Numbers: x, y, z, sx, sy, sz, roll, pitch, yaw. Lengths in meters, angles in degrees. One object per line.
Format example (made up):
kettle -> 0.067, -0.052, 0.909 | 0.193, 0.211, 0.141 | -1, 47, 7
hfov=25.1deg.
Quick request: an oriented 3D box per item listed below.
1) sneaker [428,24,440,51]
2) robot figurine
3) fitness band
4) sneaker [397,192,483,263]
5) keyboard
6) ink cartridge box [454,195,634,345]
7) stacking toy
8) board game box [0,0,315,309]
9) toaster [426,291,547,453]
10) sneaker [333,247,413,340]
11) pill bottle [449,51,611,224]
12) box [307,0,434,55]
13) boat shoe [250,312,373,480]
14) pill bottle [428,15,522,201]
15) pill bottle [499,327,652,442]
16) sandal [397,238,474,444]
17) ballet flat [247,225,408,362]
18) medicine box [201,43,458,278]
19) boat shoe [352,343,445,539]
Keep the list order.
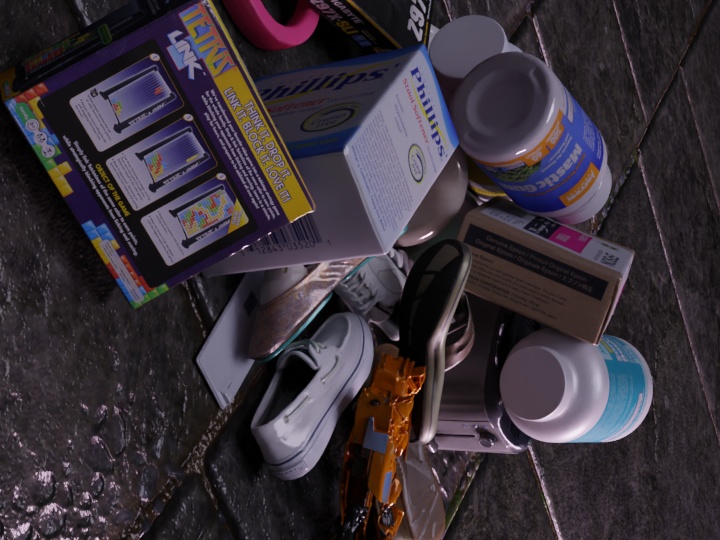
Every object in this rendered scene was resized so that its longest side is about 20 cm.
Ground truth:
sneaker -> 0.048, -0.231, 1.709 | 0.201, 0.075, 0.089 | 52, 43, -28
robot figurine -> 0.013, 0.187, 1.475 | 0.145, 0.057, 0.202 | -56, 156, -69
fitness band -> -0.095, -0.299, 1.486 | 0.201, 0.037, 0.144 | 60, 36, -34
sneaker -> 0.074, -0.039, 1.727 | 0.119, 0.073, 0.200 | -57, 179, 8
keyboard -> -0.096, 0.036, 1.434 | 0.057, 0.011, 0.201 | 60, 35, -27
ink cartridge box -> 0.182, -0.005, 1.612 | 0.200, 0.163, 0.076 | -31, 142, -75
stacking toy -> 0.045, -0.120, 1.636 | 0.200, 0.144, 0.148 | -63, 139, -69
board game box -> -0.148, -0.095, 1.203 | 0.201, 0.164, 0.057 | 63, -2, -33
toaster -> 0.116, 0.097, 1.684 | 0.114, 0.128, 0.202 | 54, 40, -43
sneaker -> 0.000, 0.000, 1.523 | 0.200, 0.075, 0.082 | 38, 32, -50
pill bottle -> 0.175, -0.120, 1.578 | 0.200, 0.111, 0.113 | 37, 51, -54
box -> 0.017, -0.320, 1.596 | 0.159, 0.049, 0.202 | 36, 55, -50
boat shoe -> -0.042, 0.094, 1.447 | 0.067, 0.073, 0.201 | 57, 32, -28
pill bottle -> 0.134, -0.168, 1.681 | 0.201, 0.111, 0.113 | 62, 33, -53
pill bottle -> 0.208, 0.114, 1.600 | 0.199, 0.110, 0.112 | 10, 74, -61
sandal -> 0.073, 0.065, 1.515 | 0.057, 0.080, 0.203 | -1, 113, -26
ballet flat -> -0.043, -0.005, 1.425 | 0.200, 0.068, 0.067 | -44, 104, -25
medicine box -> -0.038, -0.095, 1.387 | 0.200, 0.180, 0.104 | -57, 132, -51
boat shoe -> 0.027, 0.174, 1.585 | 0.073, 0.062, 0.203 | -9, 88, -46
